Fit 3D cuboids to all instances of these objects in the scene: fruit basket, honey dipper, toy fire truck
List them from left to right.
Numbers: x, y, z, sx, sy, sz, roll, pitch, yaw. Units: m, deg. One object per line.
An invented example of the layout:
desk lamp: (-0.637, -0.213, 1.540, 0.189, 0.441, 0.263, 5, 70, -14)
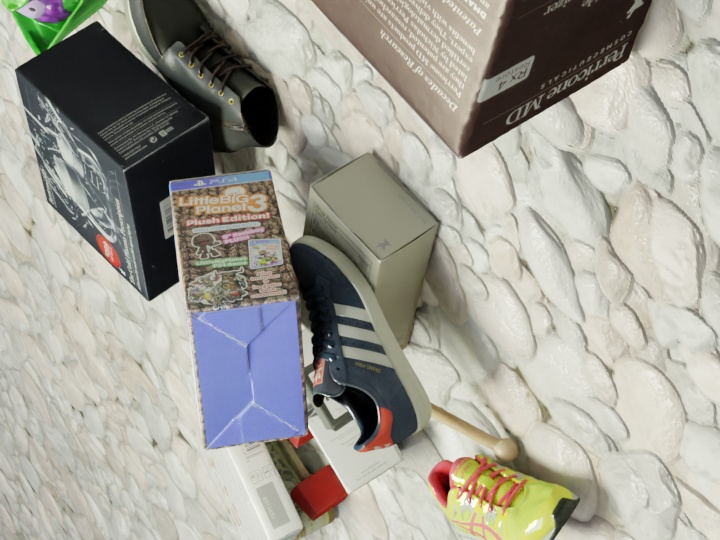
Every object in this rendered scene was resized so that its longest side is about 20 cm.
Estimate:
fruit basket: (-0.349, -0.304, 1.729, 0.156, 0.215, 0.215, 60, 154, -1)
toy fire truck: (-0.084, 0.167, 1.912, 0.200, 0.049, 0.141, 51, 154, 19)
honey dipper: (0.054, 0.123, 1.559, 0.199, 0.038, 0.038, 29, 151, -1)

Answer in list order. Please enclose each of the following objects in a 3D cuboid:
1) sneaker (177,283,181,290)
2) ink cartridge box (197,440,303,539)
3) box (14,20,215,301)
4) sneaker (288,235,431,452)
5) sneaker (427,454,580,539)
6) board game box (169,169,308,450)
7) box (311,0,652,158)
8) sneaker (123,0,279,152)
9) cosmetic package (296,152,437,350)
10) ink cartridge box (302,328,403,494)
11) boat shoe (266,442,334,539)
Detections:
sneaker: (-0.130, 0.017, 1.816, 0.113, 0.071, 0.200, 57, 152, 14)
ink cartridge box: (-0.130, 0.250, 1.977, 0.162, 0.050, 0.200, 64, 165, 12)
box: (-0.235, -0.106, 1.693, 0.182, 0.104, 0.201, 42, 153, 30)
sneaker: (-0.020, 0.067, 1.496, 0.201, 0.084, 0.075, 58, 154, 4)
sneaker: (0.119, 0.207, 1.543, 0.090, 0.078, 0.200, 48, 156, -13)
board game box: (-0.111, 0.033, 1.548, 0.201, 0.096, 0.160, -106, 11, -52)
box: (0.090, -0.218, 1.085, 0.164, 0.165, 0.201, 48, 152, 21)
sneaker: (-0.144, -0.205, 1.626, 0.106, 0.075, 0.201, 5, 129, 53)
cosmetic package: (0.000, 0.000, 1.567, 0.104, 0.073, 0.201, 48, 151, 22)
ink cartridge box: (-0.037, 0.117, 1.713, 0.201, 0.068, 0.116, 59, 178, 1)
boat shoe: (-0.112, 0.238, 2.016, 0.200, 0.062, 0.074, 38, 146, 37)
